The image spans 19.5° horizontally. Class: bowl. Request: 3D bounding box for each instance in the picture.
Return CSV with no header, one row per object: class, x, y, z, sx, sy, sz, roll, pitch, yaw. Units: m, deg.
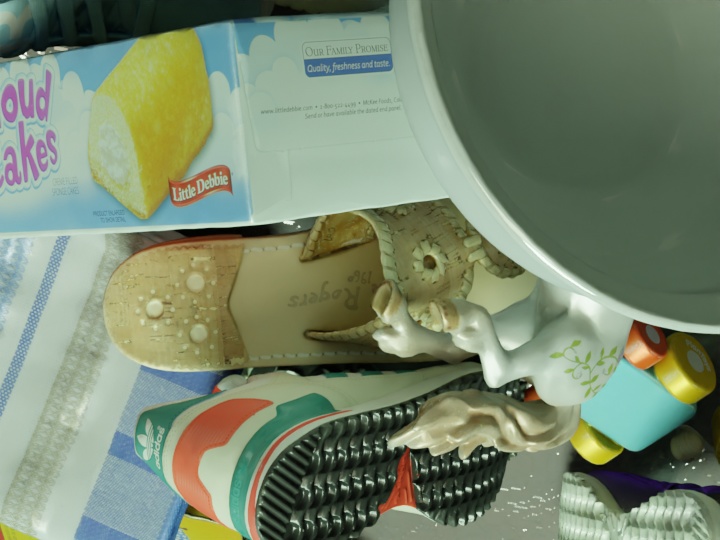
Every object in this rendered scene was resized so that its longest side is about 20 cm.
bowl,0.085,-0.074,0.679,0.200,0.203,0.090,29,160,-20

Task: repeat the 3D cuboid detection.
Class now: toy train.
toy train,0.170,0.027,0.911,0.198,0.056,0.151,5,133,1

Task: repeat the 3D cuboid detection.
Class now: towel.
towel,-0.149,0.030,0.887,0.198,0.024,0.148,23,94,11

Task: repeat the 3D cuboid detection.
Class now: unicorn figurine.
unicorn figurine,0.092,-0.014,0.782,0.136,0.074,0.201,16,123,-29

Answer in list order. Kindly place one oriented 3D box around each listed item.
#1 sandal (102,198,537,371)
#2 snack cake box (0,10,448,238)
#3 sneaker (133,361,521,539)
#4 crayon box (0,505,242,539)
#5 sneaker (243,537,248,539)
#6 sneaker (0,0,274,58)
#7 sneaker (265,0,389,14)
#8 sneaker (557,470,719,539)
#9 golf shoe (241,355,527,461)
sandal,0.001,0.006,0.823,0.209,0.070,0.078,-10,96,0
snack cake box,-0.054,-0.051,0.763,0.114,0.068,0.199,-10,-175,-38
sneaker,-0.011,0.064,0.855,0.093,0.199,0.071,21,105,30
crayon box,-0.139,0.095,0.981,0.198,0.051,0.127,18,152,8
sneaker,-0.030,0.164,1.079,0.079,0.078,0.201,-13,139,-5
sneaker,-0.132,-0.104,0.803,0.198,0.082,0.074,8,137,-3
sneaker,-0.051,-0.177,0.703,0.199,0.077,0.111,37,136,2
sneaker,0.157,0.130,0.951,0.098,0.070,0.200,3,178,-15
golf shoe,-0.020,0.042,0.956,0.198,0.078,0.088,17,162,-13
